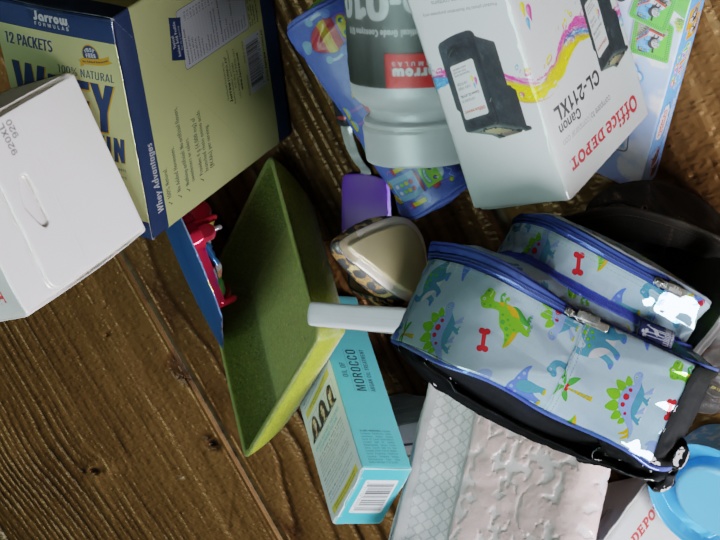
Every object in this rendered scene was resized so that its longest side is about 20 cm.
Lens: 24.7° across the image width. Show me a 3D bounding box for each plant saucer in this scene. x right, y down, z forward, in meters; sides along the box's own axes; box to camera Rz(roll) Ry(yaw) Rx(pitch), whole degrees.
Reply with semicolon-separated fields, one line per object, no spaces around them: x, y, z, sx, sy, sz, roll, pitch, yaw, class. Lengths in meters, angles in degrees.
-0.073;0.034;1.502;0.200;0.047;0.202;122;141;-46;plant saucer

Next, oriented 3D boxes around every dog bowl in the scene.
0.334;0.195;1.340;0.199;0.050;0.112;25;132;23;dog bowl

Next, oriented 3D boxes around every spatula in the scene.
-0.006;-0.114;1.418;0.056;0.021;0.202;11;124;35;spatula

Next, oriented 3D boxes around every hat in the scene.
0.225;-0.016;1.245;0.198;0.082;0.201;13;149;8;hat

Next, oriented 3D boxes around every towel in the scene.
0.124;0.160;1.391;0.189;0.202;0.032;3;160;34;towel

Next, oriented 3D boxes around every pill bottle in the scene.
0.044;-0.184;1.230;0.113;0.114;0.202;7;109;35;pill bottle

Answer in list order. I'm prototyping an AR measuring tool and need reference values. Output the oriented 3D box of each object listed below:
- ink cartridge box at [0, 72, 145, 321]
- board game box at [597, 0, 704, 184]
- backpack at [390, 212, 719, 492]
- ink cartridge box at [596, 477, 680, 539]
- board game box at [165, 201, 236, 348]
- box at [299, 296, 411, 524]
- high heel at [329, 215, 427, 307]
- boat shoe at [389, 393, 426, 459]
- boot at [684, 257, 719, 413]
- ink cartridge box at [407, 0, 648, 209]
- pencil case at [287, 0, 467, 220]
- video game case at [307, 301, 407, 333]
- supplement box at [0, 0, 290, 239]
-0.306;-0.051;1.322;0.199;0.145;0.148;-7;114;44;ink cartridge box
0.170;-0.175;1.222;0.150;0.037;0.201;27;134;21;board game box
0.130;0.043;1.136;0.198;0.148;0.183;23;176;-9;backpack
0.237;0.302;1.423;0.083;0.144;0.201;-17;107;44;ink cartridge box
-0.144;-0.019;1.519;0.159;0.039;0.200;64;170;13;board game box
-0.014;0.123;1.481;0.083;0.049;0.201;117;147;-41;box
0.000;0.000;1.381;0.141;0.199;0.072;-6;79;37;high heel
0.062;0.156;1.514;0.199;0.073;0.067;-10;112;42;boat shoe
0.316;0.059;1.195;0.172;0.070;0.201;7;152;3;boot
0.115;-0.164;1.140;0.082;0.146;0.202;-3;117;37;ink cartridge box
0.018;-0.141;1.339;0.078;0.087;0.201;-31;100;5;pencil case
0.087;0.046;1.355;0.198;0.181;0.023;3;87;38;video game case
-0.179;-0.170;1.388;0.133;0.200;0.202;14;127;31;supplement box
